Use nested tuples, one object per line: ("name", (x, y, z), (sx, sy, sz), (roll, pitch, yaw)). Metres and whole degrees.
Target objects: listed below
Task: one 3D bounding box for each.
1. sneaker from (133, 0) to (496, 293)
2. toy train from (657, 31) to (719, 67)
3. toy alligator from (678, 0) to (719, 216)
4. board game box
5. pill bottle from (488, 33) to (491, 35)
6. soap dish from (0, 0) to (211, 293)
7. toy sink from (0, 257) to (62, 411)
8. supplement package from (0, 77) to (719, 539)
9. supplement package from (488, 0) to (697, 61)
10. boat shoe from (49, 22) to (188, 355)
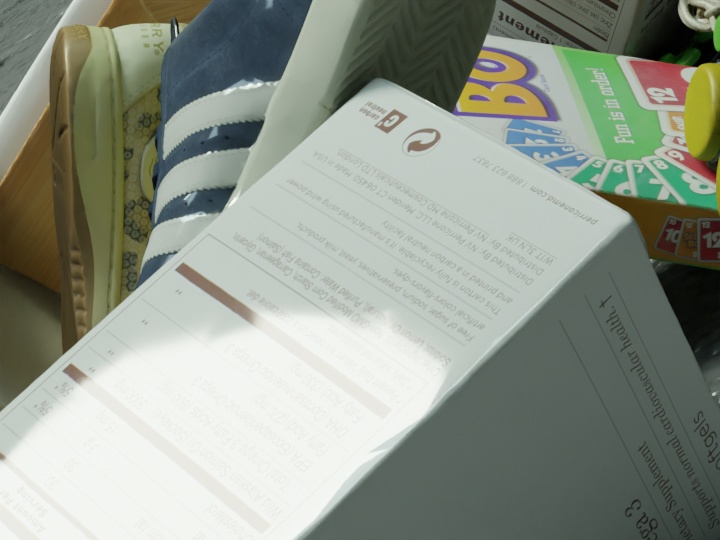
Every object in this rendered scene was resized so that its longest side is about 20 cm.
("sneaker", (-0.036, -0.023, 0.779), (0.084, 0.075, 0.201), (34, 97, 42))
("toy train", (0.161, -0.108, 0.986), (0.200, 0.042, 0.056), (-47, 10, -26))
("toy alligator", (0.133, -0.061, 0.820), (0.059, 0.055, 0.200), (3, 33, -11))
("board game box", (0.048, -0.044, 0.851), (0.199, 0.030, 0.096), (7, 31, 5))
("pill bottle", (0.000, 0.000, 0.902), (0.112, 0.113, 0.200), (-29, 20, 27))
("soap dish", (-0.051, -0.073, 1.090), (0.200, 0.081, 0.157), (-25, -20, -48))
("toy sink", (-0.178, 0.025, 1.131), (0.130, 0.112, 0.200), (-50, 9, 32))
("supplement package", (-0.013, 0.068, 0.702), (0.200, 0.117, 0.117), (-43, 42, -14))
("supplement package", (0.085, -0.172, 1.010), (0.200, 0.155, 0.111), (-47, -18, -36))
("boat shoe", (-0.073, 0.012, 0.945), (0.062, 0.201, 0.073), (-6, 19, -12))
